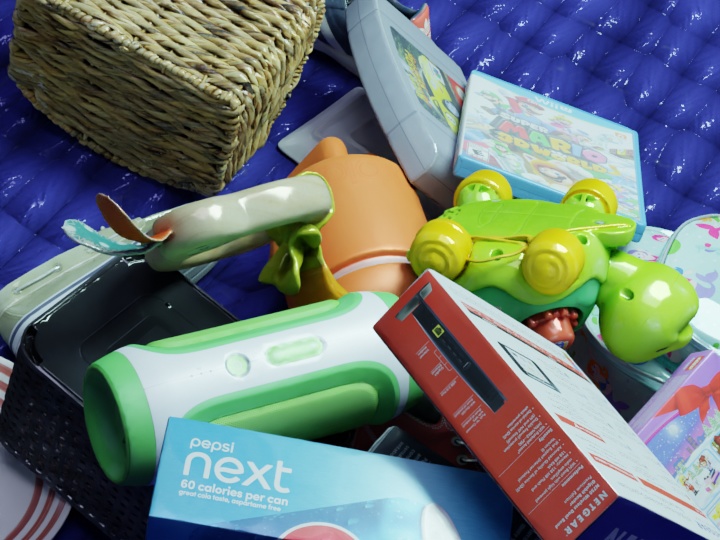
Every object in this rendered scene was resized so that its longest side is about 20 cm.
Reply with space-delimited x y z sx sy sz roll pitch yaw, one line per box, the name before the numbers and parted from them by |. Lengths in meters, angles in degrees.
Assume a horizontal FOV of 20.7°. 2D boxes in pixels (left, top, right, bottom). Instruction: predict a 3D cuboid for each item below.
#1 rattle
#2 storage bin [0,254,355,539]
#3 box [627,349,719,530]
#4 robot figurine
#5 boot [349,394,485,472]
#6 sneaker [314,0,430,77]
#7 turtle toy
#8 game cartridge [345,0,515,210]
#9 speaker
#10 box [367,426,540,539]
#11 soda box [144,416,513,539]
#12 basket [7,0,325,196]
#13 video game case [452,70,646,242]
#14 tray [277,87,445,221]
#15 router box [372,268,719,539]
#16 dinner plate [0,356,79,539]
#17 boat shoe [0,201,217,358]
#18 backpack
rattle | -0.087 0.014 1.231 0.129 0.145 0.200 -2 6 25
storage bin | -0.120 0.100 1.271 0.199 0.094 0.135 37 45 13
box | 0.201 0.169 1.261 0.200 0.039 0.137 -45 96 -16
robot figurine | -0.002 0.000 1.395 0.115 0.144 0.201 -18 52 0
boot | 0.084 0.131 1.276 0.199 0.145 0.072 32 42 13
sneaker | -0.030 -0.225 1.613 0.198 0.085 0.075 23 47 7
turtle toy | 0.124 0.005 1.297 0.198 0.102 0.146 7 22 18
game cartridge | 0.050 -0.122 1.492 0.133 0.041 0.201 30 29 -41
speaker | -0.063 0.070 1.188 0.198 0.089 0.089 -13 52 -26
box | 0.060 0.218 1.185 0.199 0.149 0.107 33 53 16
soda box | -0.017 0.142 1.094 0.198 0.064 0.068 10 50 -2
basket | -0.147 -0.169 1.489 0.199 0.143 0.149 28 53 6
video game case | 0.141 -0.088 1.465 0.142 0.018 0.200 20 24 -3
tray | 0.042 -0.074 1.537 0.199 0.022 0.107 37 49 19
router box | 0.116 0.100 1.137 0.180 0.049 0.200 51 11 32
dinner plate | -0.281 0.129 1.271 0.198 0.024 0.201 8 46 -8
boat shoe | -0.172 -0.004 1.387 0.199 0.072 0.062 -33 65 -32
backpack | 0.242 0.053 1.392 0.198 0.152 0.178 21 45 14
